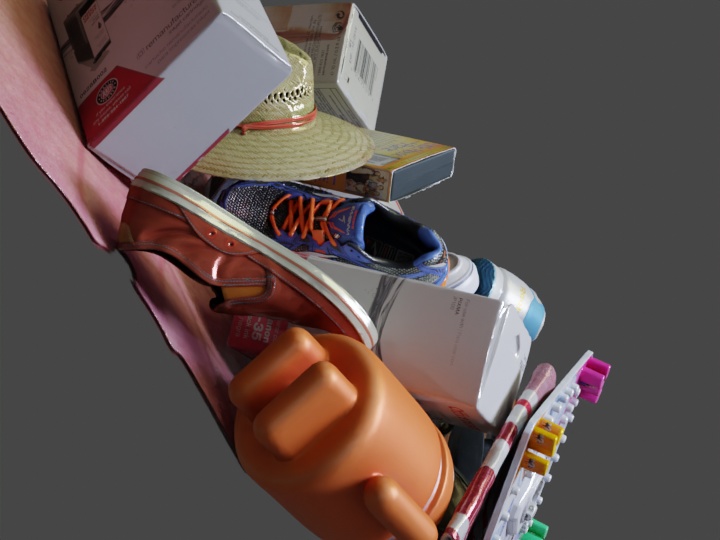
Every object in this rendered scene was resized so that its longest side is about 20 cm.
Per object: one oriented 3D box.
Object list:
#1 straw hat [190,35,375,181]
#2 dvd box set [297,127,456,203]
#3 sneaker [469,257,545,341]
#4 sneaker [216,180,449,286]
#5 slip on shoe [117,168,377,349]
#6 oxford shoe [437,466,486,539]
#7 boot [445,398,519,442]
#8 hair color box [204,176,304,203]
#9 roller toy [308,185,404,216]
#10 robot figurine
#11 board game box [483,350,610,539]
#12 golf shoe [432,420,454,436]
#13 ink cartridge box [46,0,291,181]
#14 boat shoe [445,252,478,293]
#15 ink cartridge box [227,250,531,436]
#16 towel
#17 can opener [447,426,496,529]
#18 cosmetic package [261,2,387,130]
[{"bbox_3d":[-0.084,-0.144,1.077,0.202,0.198,0.086,-105,-163,-66],"label":"straw hat"},{"bbox_3d":[-0.033,-0.103,1.158,0.146,0.197,0.030,-28,128,-62],"label":"dvd box set"},{"bbox_3d":[0.088,0.034,1.228,0.080,0.077,0.199,30,-10,-25],"label":"sneaker"},{"bbox_3d":[-0.018,-0.035,1.068,0.079,0.197,0.076,116,-13,-70],"label":"sneaker"},{"bbox_3d":[-0.077,0.006,0.910,0.198,0.062,0.074,31,-9,-15],"label":"slip on shoe"},{"bbox_3d":[0.068,0.226,1.173,0.201,0.073,0.084,56,18,23],"label":"oxford shoe"},{"bbox_3d":[0.117,0.125,1.348,0.153,0.202,0.077,23,34,12],"label":"boot"},{"bbox_3d":[-0.049,-0.029,1.231,0.199,0.061,0.099,38,12,-14],"label":"hair color box"},{"bbox_3d":[-0.033,-0.077,1.449,0.183,0.139,0.201,53,10,-32],"label":"roller toy"},{"bbox_3d":[-0.009,0.120,0.906,0.200,0.142,0.118,51,49,-44],"label":"robot figurine"},{"bbox_3d":[0.139,0.183,1.076,0.026,0.203,0.200,23,20,17],"label":"board game box"},{"bbox_3d":[0.054,0.112,1.213,0.198,0.077,0.096,1,93,-41],"label":"golf shoe"},{"bbox_3d":[-0.153,-0.182,1.030,0.083,0.146,0.201,34,21,-43],"label":"ink cartridge box"},{"bbox_3d":[0.000,0.000,1.135,0.074,0.197,0.066,-86,169,-56],"label":"boat shoe"},{"bbox_3d":[0.019,0.055,1.019,0.197,0.084,0.147,13,-11,17],"label":"ink cartridge box"},{"bbox_3d":[0.091,0.177,1.002,0.023,0.145,0.200,25,40,13],"label":"towel"},{"bbox_3d":[0.110,0.221,1.249,0.053,0.065,0.203,-106,-163,-73],"label":"can opener"},{"bbox_3d":[-0.086,-0.190,1.280,0.103,0.197,0.089,48,48,-60],"label":"cosmetic package"}]
